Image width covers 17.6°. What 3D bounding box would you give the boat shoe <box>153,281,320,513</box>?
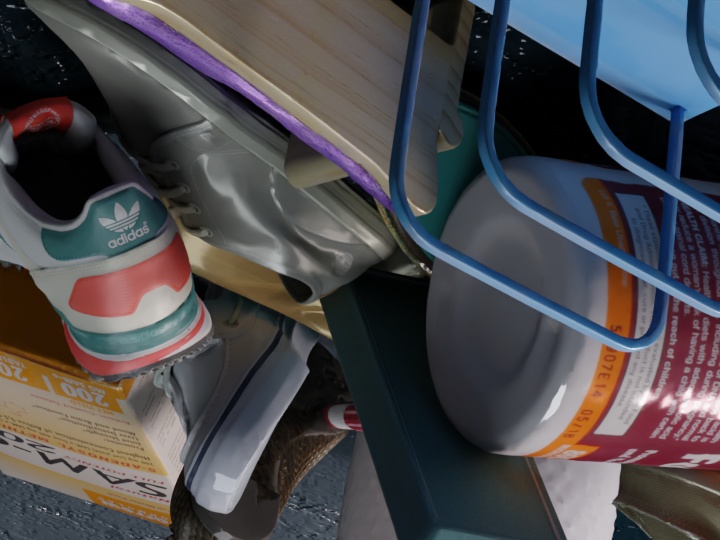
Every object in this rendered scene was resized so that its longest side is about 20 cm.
[{"bbox_3d":[-0.063,0.047,1.038,0.067,0.074,0.200,28,-165,-1],"label":"boat shoe"}]

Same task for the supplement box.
[{"bbox_3d":[-0.139,0.053,1.163,0.126,0.074,0.200,16,157,17],"label":"supplement box"}]

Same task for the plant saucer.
[{"bbox_3d":[0.032,0.056,0.926,0.070,0.200,0.019,13,117,-19],"label":"plant saucer"}]

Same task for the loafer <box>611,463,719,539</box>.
[{"bbox_3d":[0.174,0.154,0.977,0.200,0.068,0.076,44,167,-10],"label":"loafer"}]

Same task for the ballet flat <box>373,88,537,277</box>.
[{"bbox_3d":[0.055,-0.020,0.974,0.070,0.071,0.200,-11,146,39],"label":"ballet flat"}]

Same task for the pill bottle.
[{"bbox_3d":[0.136,0.022,0.922,0.199,0.115,0.114,6,160,-28],"label":"pill bottle"}]

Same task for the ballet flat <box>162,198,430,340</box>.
[{"bbox_3d":[0.000,0.000,1.031,0.199,0.069,0.063,22,137,-25],"label":"ballet flat"}]

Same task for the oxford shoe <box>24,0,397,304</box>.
[{"bbox_3d":[-0.063,-0.048,0.924,0.200,0.058,0.075,40,-176,-36],"label":"oxford shoe"}]

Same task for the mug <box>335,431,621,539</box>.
[{"bbox_3d":[0.064,0.184,1.259,0.147,0.176,0.200,0,153,23],"label":"mug"}]

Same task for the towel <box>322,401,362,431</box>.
[{"bbox_3d":[0.090,0.065,1.066,0.143,0.023,0.200,-3,178,-30],"label":"towel"}]

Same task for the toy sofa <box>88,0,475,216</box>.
[{"bbox_3d":[-0.053,-0.091,0.815,0.083,0.098,0.200,-12,148,40],"label":"toy sofa"}]

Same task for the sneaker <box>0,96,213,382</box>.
[{"bbox_3d":[-0.124,-0.040,0.937,0.070,0.200,0.094,-24,128,-19],"label":"sneaker"}]

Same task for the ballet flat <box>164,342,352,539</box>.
[{"bbox_3d":[-0.050,0.088,1.106,0.067,0.200,0.046,37,117,-5],"label":"ballet flat"}]

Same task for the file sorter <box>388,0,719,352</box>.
[{"bbox_3d":[0.120,-0.069,0.750,0.138,0.123,0.200,27,148,-30],"label":"file sorter"}]
